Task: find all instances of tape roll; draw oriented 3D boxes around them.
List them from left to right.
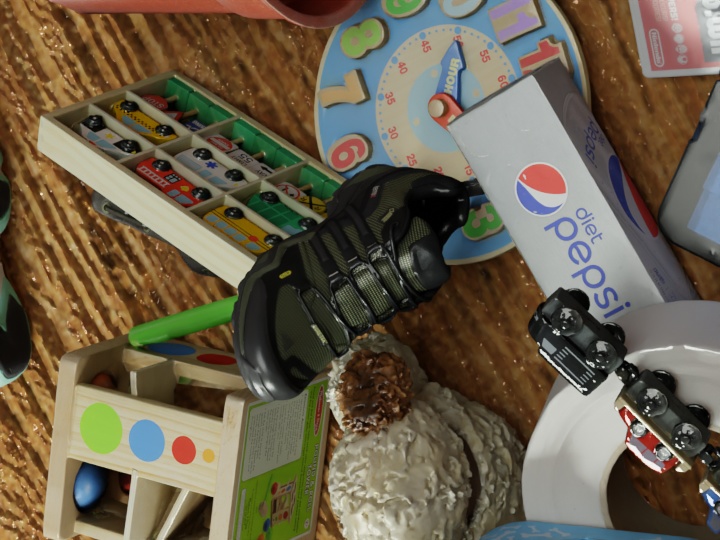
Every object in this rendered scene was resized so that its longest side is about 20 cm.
[{"bbox_3d":[0.199,0.123,1.455,0.201,0.071,0.203,6,113,13],"label":"tape roll"}]

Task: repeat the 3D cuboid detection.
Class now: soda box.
[{"bbox_3d":[0.137,-0.025,1.500,0.068,0.063,0.201,-30,92,25],"label":"soda box"}]

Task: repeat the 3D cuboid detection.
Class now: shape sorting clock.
[{"bbox_3d":[0.056,-0.104,1.576,0.199,0.039,0.201,0,91,26],"label":"shape sorting clock"}]

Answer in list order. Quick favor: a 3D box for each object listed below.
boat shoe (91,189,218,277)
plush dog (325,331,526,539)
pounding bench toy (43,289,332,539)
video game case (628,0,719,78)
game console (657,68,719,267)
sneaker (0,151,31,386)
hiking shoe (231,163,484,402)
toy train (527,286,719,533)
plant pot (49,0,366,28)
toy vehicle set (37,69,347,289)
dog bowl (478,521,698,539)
[{"bbox_3d":[-0.095,-0.029,1.640,0.200,0.072,0.066,28,115,21],"label":"boat shoe"},{"bbox_3d":[0.038,0.136,1.515,0.160,0.172,0.201,-5,88,26],"label":"plush dog"},{"bbox_3d":[-0.115,0.081,1.605,0.155,0.124,0.201,13,104,25],"label":"pounding bench toy"},{"bbox_3d":[0.251,-0.186,1.456,0.199,0.017,0.144,-1,118,26],"label":"video game case"},{"bbox_3d":[0.280,-0.055,1.418,0.199,0.171,0.119,27,76,16],"label":"game console"},{"bbox_3d":[-0.317,-0.010,1.740,0.139,0.078,0.201,-9,87,25],"label":"sneaker"},{"bbox_3d":[0.000,0.000,1.488,0.100,0.200,0.076,-7,127,45],"label":"hiking shoe"},{"bbox_3d":[0.171,0.090,1.390,0.200,0.034,0.046,44,120,-4],"label":"toy train"},{"bbox_3d":[-0.112,-0.248,1.583,0.194,0.200,0.202,-3,90,35],"label":"plant pot"},{"bbox_3d":[-0.097,-0.060,1.594,0.200,0.124,0.027,33,128,28],"label":"toy vehicle set"},{"bbox_3d":[0.142,0.203,1.437,0.199,0.050,0.112,4,116,17],"label":"dog bowl"}]
